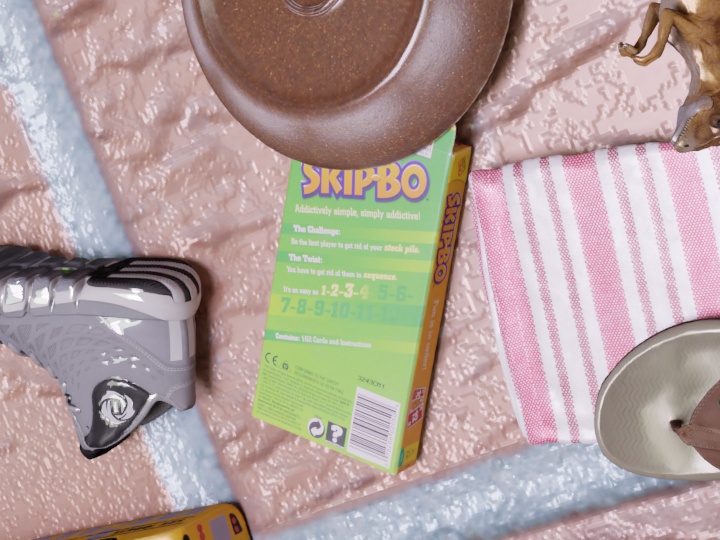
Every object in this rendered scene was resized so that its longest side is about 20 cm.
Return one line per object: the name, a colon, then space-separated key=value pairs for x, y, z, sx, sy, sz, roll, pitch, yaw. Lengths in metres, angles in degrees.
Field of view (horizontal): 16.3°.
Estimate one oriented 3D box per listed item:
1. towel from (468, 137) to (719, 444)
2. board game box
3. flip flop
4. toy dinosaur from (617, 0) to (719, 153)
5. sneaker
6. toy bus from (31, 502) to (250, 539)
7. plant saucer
towel: x=0.152 y=0.007 z=1.235 sx=0.200 sy=0.030 sz=0.147 roll=-8 pitch=100 yaw=31
board game box: x=0.000 y=0.000 z=1.330 sx=0.095 sy=0.030 sz=0.201 roll=21 pitch=115 yaw=27
flip flop: x=0.199 y=0.069 z=1.173 sx=0.199 sy=0.058 sz=0.081 roll=4 pitch=105 yaw=29
toy dinosaur: x=0.157 y=-0.159 z=1.178 sx=0.106 sy=0.060 sz=0.201 roll=10 pitch=106 yaw=12
sneaker: x=-0.178 y=0.051 z=1.433 sx=0.200 sy=0.075 sz=0.116 roll=5 pitch=108 yaw=31
toy bus: x=-0.160 y=0.186 z=1.454 sx=0.200 sy=0.078 sz=0.065 roll=-14 pitch=96 yaw=35
plant saucer: x=-0.018 y=-0.150 z=1.278 sx=0.200 sy=0.037 sz=0.201 roll=4 pitch=98 yaw=31
